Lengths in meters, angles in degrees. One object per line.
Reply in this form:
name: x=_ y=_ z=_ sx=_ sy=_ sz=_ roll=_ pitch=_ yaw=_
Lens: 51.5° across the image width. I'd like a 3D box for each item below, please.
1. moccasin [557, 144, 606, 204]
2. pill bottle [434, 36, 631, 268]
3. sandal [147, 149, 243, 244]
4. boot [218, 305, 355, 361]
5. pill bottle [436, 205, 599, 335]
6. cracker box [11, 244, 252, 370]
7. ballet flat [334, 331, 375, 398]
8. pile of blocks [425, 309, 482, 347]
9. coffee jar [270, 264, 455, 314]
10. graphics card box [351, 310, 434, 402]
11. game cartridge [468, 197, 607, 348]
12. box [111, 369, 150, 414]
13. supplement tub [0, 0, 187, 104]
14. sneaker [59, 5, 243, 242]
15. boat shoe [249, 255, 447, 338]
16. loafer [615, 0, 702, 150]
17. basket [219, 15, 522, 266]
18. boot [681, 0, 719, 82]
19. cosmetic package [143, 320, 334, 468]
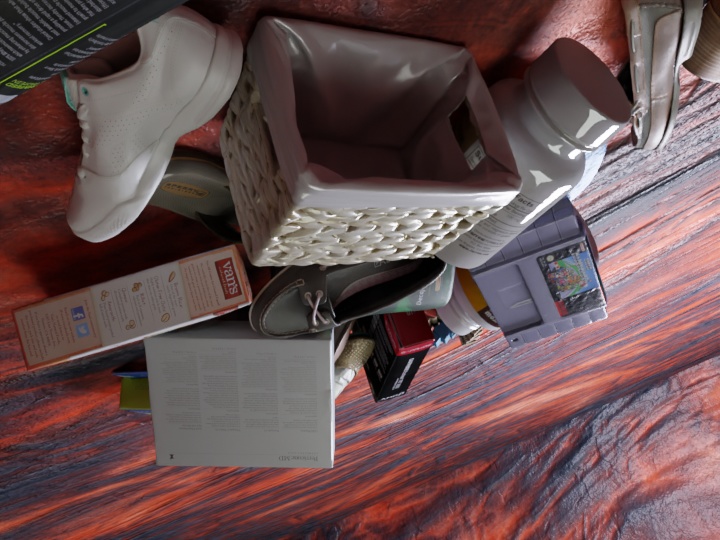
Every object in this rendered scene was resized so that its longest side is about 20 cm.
moccasin: x=0.179 y=-0.095 z=0.776 sx=0.078 sy=0.070 sz=0.201 roll=0 pitch=150 yaw=-21
pill bottle: x=0.134 y=-0.101 z=0.662 sx=0.112 sy=0.117 sz=0.200 roll=1 pitch=148 yaw=-39
sandal: x=-0.103 y=-0.055 z=0.647 sx=0.081 sy=0.056 sz=0.197 roll=-36 pitch=152 yaw=32
boot: x=-0.093 y=0.076 z=0.859 sx=0.204 sy=0.144 sz=0.070 roll=-64 pitch=173 yaw=-3
pill bottle: x=0.185 y=0.000 z=0.922 sx=0.199 sy=0.111 sz=0.108 roll=-36 pitch=152 yaw=31
cracker box: x=-0.200 y=0.033 z=0.695 sx=0.195 sy=0.059 sz=0.134 roll=-17 pitch=180 yaw=-7
ballet flat: x=-0.057 y=0.140 z=0.941 sx=0.198 sy=0.067 sz=0.070 roll=-29 pitch=143 yaw=35
pile of blocks: x=0.122 y=0.062 z=1.038 sx=0.196 sy=0.084 sz=0.062 roll=-21 pitch=157 yaw=3
coffee jar: x=0.000 y=0.000 z=0.784 sx=0.195 sy=0.085 sz=0.107 roll=-10 pitch=119 yaw=-23
graphics card box: x=0.033 y=0.074 z=0.938 sx=0.050 sy=0.128 sz=0.201 roll=-13 pitch=155 yaw=-15
game cartridge: x=0.198 y=0.011 z=0.826 sx=0.127 sy=0.039 sz=0.201 roll=-16 pitch=139 yaw=19
box: x=-0.223 y=0.169 z=0.993 sx=0.119 sy=0.049 sz=0.199 roll=-5 pitch=163 yaw=23
supplement tub: x=-0.149 y=-0.152 z=0.323 sx=0.196 sy=0.125 sz=0.123 roll=-25 pitch=156 yaw=9
sneaker: x=-0.166 y=-0.102 z=0.501 sx=0.087 sy=0.076 sz=0.200 roll=20 pitch=130 yaw=-38
boat shoe: x=-0.009 y=0.013 z=0.700 sx=0.196 sy=0.057 sz=0.068 roll=-24 pitch=117 yaw=-17
loafer: x=0.252 y=-0.180 z=0.666 sx=0.061 sy=0.074 sz=0.201 roll=-5 pitch=151 yaw=9
basket: x=0.001 y=-0.088 z=0.567 sx=0.196 sy=0.139 sz=0.123 roll=-3 pitch=156 yaw=-34
boot: x=0.389 y=-0.238 z=0.649 sx=0.195 sy=0.078 sz=0.156 roll=1 pitch=146 yaw=-24
cosmetic package: x=-0.125 y=0.133 z=0.801 sx=0.194 sy=0.155 sz=0.052 roll=1 pitch=-163 yaw=1
